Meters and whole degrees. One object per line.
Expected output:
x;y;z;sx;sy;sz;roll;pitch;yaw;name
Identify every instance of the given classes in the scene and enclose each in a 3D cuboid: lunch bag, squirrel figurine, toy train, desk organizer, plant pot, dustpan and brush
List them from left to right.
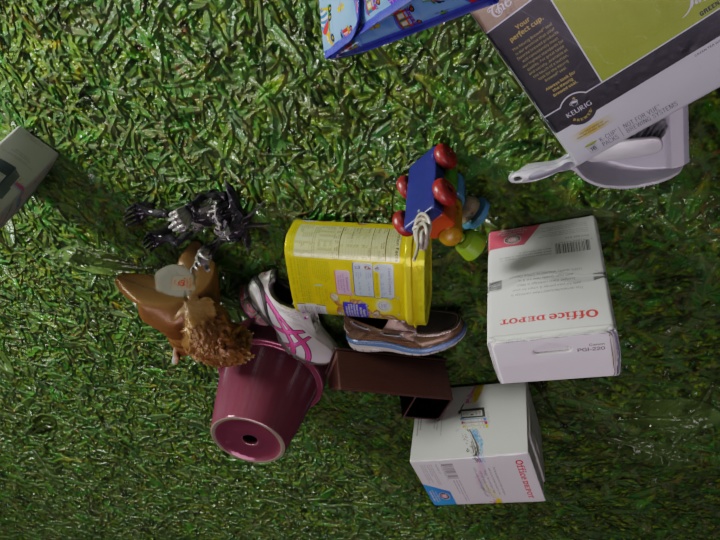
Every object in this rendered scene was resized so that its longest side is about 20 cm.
-0.263;0.089;0.954;0.199;0.141;0.188;41;145;22;squirrel figurine
-0.166;0.214;1.039;0.196;0.180;0.202;6;132;7;plant pot
0.017;-0.292;0.555;0.199;0.093;0.154;0;99;54;lunch bag
0.047;0.188;1.000;0.196;0.078;0.072;8;134;-15;desk organizer
0.104;-0.049;0.729;0.115;0.202;0.084;35;130;-24;toy train
0.270;-0.137;0.699;0.197;0.058;0.140;-7;136;25;dustpan and brush

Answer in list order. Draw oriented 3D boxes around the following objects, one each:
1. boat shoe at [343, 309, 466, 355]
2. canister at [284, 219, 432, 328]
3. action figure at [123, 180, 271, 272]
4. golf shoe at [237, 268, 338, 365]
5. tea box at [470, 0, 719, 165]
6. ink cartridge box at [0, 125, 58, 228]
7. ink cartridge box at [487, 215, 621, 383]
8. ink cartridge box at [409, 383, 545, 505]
0.063;0.084;0.941;0.197;0.073;0.073;-7;128;19;boat shoe
0.000;0.000;0.870;0.196;0.087;0.151;4;127;12;canister
-0.231;-0.059;0.868;0.196;0.103;0.120;-1;129;19;action figure
-0.100;0.080;0.975;0.092;0.073;0.200;-31;118;34;golf shoe
0.237;-0.248;0.564;0.198;0.135;0.197;-28;121;32;tea box
-0.513;-0.095;0.834;0.067;0.202;0.117;38;129;-21;ink cartridge box
0.238;0.035;0.767;0.143;0.202;0.086;-8;129;20;ink cartridge box
0.205;0.298;1.045;0.197;0.146;0.148;-10;129;21;ink cartridge box
